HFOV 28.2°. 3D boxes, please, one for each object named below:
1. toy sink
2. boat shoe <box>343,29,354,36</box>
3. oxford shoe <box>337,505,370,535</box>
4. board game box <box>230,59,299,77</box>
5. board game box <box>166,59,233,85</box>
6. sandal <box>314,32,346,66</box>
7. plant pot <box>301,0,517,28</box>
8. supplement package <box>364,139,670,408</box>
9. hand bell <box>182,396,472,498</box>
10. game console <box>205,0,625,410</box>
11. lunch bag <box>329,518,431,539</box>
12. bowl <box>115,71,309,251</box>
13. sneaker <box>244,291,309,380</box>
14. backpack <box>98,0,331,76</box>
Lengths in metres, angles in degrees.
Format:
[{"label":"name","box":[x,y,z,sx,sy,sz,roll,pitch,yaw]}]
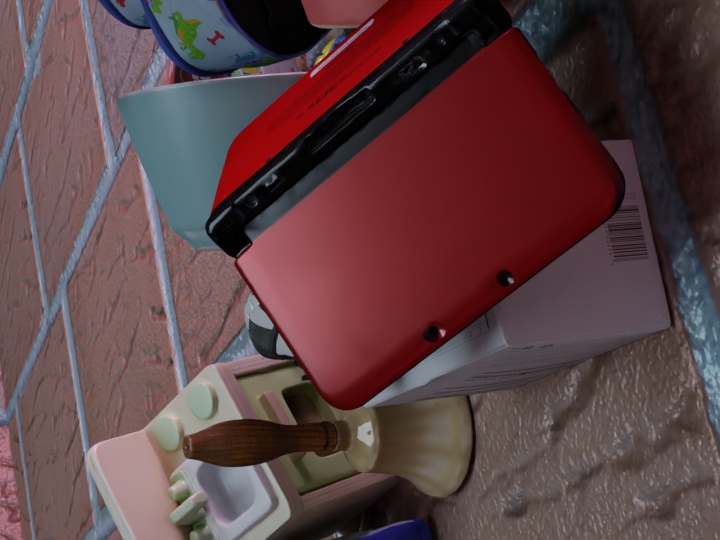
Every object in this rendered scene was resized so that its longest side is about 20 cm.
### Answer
[{"label":"toy sink","box":[-0.082,0.144,1.085,0.112,0.199,0.131,-43,69,35]},{"label":"boat shoe","box":[0.017,-0.178,1.028,0.200,0.066,0.075,-125,38,-50]},{"label":"oxford shoe","box":[-0.047,0.157,1.235,0.200,0.071,0.072,57,142,45]},{"label":"board game box","box":[-0.066,-0.081,1.242,0.134,0.034,0.202,-44,63,61]},{"label":"board game box","box":[-0.122,-0.194,1.304,0.019,0.102,0.201,-123,36,-49]},{"label":"sandal","box":[0.018,-0.090,1.053,0.087,0.079,0.202,-24,65,35]},{"label":"plant pot","box":[0.025,-0.247,0.871,0.200,0.199,0.179,-154,52,-63]},{"label":"supplement package","box":[0.078,0.007,0.865,0.200,0.109,0.115,147,116,-64]},{"label":"hand bell","box":[-0.030,0.119,1.012,0.104,0.198,0.105,6,97,60]},{"label":"game console","box":[0.026,-0.057,0.777,0.200,0.119,0.173,-38,21,20]},{"label":"lunch bag","box":[-0.039,0.278,1.104,0.128,0.169,0.201,52,140,38]},{"label":"bowl","box":[-0.059,-0.070,0.956,0.200,0.199,0.106,-176,81,-66]},{"label":"sneaker","box":[-0.022,0.041,0.879,0.200,0.066,0.091,143,122,-60]},{"label":"backpack","box":[-0.100,-0.236,0.965,0.146,0.183,0.201,-11,114,41]}]
